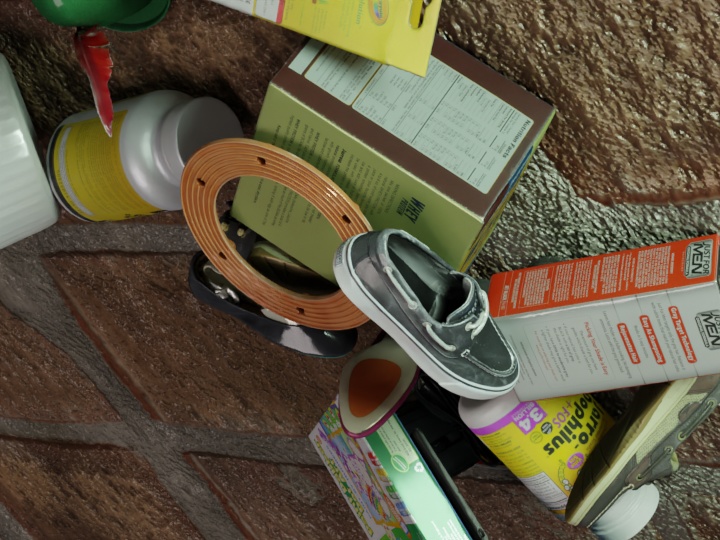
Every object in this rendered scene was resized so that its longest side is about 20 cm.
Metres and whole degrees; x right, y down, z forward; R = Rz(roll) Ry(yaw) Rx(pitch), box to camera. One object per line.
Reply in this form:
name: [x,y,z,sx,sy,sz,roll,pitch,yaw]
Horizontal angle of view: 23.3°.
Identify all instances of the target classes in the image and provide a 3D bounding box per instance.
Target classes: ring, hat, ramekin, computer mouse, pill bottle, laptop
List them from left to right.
ramekin: [-0.369,-0.119,1.730,0.200,0.097,0.203,159,90,-84]
hat: [-0.271,-0.224,1.502,0.199,0.177,0.166,-5,130,46]
pill bottle: [-0.201,-0.109,1.648,0.199,0.112,0.112,-6,129,48]
ring: [-0.062,-0.031,1.441,0.199,0.019,0.202,22,142,19]
computer mouse: [0.061,0.168,1.745,0.138,0.053,0.200,43,154,-8]
laptop: [0.133,0.235,1.699,0.201,0.115,0.187,57,162,12]
pill bottle: [0.191,0.165,1.638,0.200,0.105,0.104,45,147,-16]

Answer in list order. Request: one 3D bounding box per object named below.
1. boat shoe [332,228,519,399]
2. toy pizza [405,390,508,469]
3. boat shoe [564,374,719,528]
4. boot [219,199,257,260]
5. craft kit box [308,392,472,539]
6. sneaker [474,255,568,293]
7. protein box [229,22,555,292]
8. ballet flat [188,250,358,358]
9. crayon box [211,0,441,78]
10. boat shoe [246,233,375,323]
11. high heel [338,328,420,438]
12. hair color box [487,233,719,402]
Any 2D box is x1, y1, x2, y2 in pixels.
boat shoe: [0.068,0.032,1.371,0.067,0.072,0.200,-20,128,42]
toy pizza: [0.091,0.140,1.768,0.199,0.032,0.201,25,146,18]
boat shoe: [0.253,0.157,1.537,0.066,0.072,0.202,30,112,-6]
boot: [-0.074,-0.041,1.648,0.152,0.074,0.205,17,147,25]
craft kit box: [0.028,0.216,1.703,0.201,0.048,0.198,58,165,10]
sneaker: [0.136,0.049,1.555,0.076,0.091,0.199,47,145,-16]
protein box: [0.023,-0.088,1.442,0.199,0.135,0.199,33,148,5]
ballet flat: [-0.094,0.028,1.766,0.198,0.073,0.073,23,146,23]
crayon box: [-0.017,-0.238,1.322,0.198,0.051,0.128,24,120,20]
boat shoe: [0.000,0.000,1.540,0.198,0.065,0.073,21,156,-13]
high heel: [0.029,0.098,1.618,0.067,0.201,0.097,18,139,16]
hair color box: [0.211,0.042,1.442,0.198,0.062,0.102,-9,128,23]
